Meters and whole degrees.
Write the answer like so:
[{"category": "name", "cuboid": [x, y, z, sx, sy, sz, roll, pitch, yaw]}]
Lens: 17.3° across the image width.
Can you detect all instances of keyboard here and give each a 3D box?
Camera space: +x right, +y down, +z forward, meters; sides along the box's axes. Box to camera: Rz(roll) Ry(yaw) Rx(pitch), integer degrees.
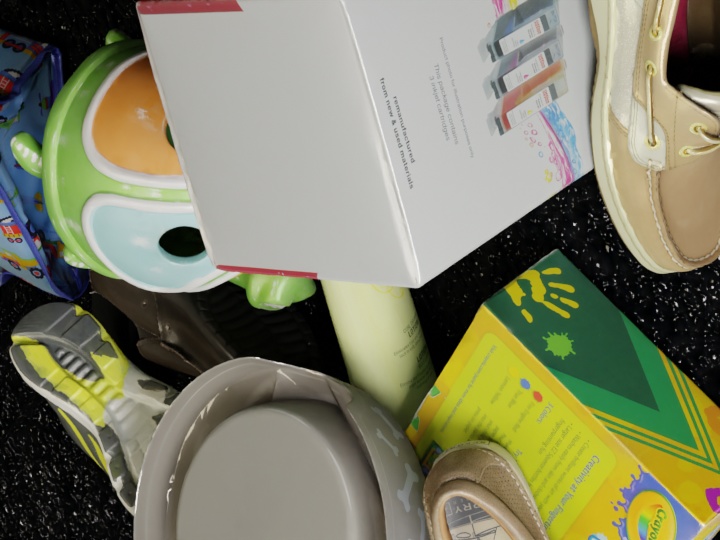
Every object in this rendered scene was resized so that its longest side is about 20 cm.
[{"category": "keyboard", "cuboid": [-0.151, 0.088, 1.591, 0.127, 0.020, 0.201, 52, 150, 44]}]

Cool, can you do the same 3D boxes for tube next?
[{"category": "tube", "cuboid": [0.000, 0.000, 1.353, 0.058, 0.052, 0.201, -135, 25, -62]}]

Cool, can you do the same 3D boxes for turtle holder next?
[{"category": "turtle holder", "cuboid": [-0.102, -0.041, 1.371, 0.131, 0.141, 0.187, 16, 126, 38]}]

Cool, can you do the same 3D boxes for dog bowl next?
[{"category": "dog bowl", "cuboid": [-0.042, 0.149, 1.346, 0.199, 0.058, 0.202, -3, 86, 42]}]

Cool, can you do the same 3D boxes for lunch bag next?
[{"category": "lunch bag", "cuboid": [-0.260, -0.065, 1.575, 0.150, 0.094, 0.201, 22, 140, 32]}]

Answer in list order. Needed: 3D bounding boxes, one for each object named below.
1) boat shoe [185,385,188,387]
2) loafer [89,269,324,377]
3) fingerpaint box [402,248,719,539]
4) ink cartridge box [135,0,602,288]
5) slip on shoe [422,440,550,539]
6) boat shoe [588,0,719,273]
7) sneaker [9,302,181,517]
[{"category": "boat shoe", "cuboid": [-0.096, 0.135, 1.547, 0.072, 0.068, 0.201, 39, 139, 19]}, {"category": "loafer", "cuboid": [-0.098, 0.034, 1.472, 0.200, 0.073, 0.072, 44, 128, 30]}, {"category": "fingerpaint box", "cuboid": [0.112, 0.115, 1.310, 0.167, 0.073, 0.200, 45, 141, 15]}, {"category": "ink cartridge box", "cuboid": [0.024, -0.100, 1.148, 0.145, 0.200, 0.146, 3, 116, 44]}, {"category": "slip on shoe", "cuboid": [0.088, 0.189, 1.261, 0.076, 0.061, 0.201, -18, 101, 12]}, {"category": "boat shoe", "cuboid": [0.153, -0.086, 1.122, 0.066, 0.074, 0.201, 17, 128, 45]}, {"category": "sneaker", "cuboid": [-0.137, 0.101, 1.486, 0.200, 0.074, 0.085, 48, 172, 22]}]
